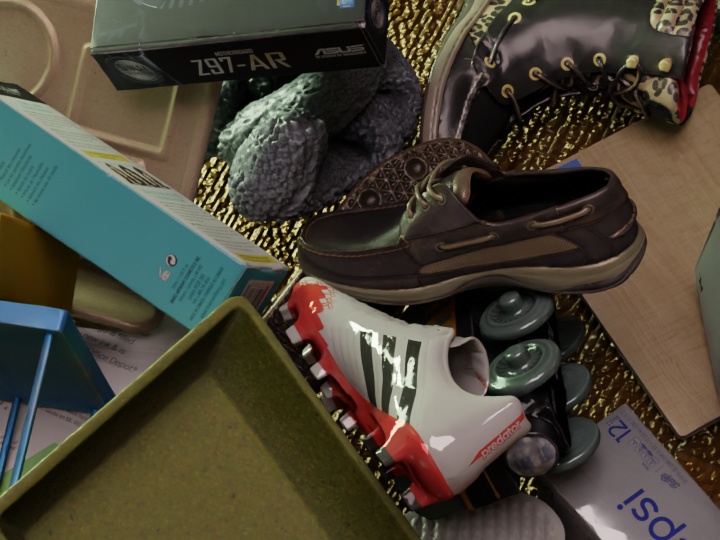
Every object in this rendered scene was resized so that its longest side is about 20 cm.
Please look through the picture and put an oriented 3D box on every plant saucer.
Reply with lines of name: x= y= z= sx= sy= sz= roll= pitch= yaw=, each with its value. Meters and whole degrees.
plant saucer: x=-0.081 y=0.149 z=1.320 sx=0.200 sy=0.048 sz=0.200 roll=-42 pitch=102 yaw=-34

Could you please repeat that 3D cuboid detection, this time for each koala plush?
koala plush: x=-0.043 y=-0.161 z=1.523 sx=0.177 sy=0.200 sz=0.184 roll=26 pitch=35 yaw=38

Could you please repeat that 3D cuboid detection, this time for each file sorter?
file sorter: x=-0.253 y=0.086 z=1.364 sx=0.200 sy=0.139 sz=0.123 roll=8 pitch=69 yaw=9

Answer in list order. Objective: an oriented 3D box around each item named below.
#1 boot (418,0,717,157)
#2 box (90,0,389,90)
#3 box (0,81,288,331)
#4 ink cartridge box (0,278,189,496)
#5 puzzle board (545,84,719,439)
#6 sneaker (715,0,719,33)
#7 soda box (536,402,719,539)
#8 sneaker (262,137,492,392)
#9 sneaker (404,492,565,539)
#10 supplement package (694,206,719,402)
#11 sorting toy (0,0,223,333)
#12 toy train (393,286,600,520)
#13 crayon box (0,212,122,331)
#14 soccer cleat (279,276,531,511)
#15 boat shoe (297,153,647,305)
boot: x=0.129 y=-0.118 z=1.580 sx=0.151 sy=0.073 sz=0.200 roll=12 pitch=55 yaw=19
box: x=-0.061 y=-0.203 z=1.426 sx=0.160 sy=0.044 sz=0.200 roll=-3 pitch=63 yaw=16
box: x=-0.142 y=-0.036 z=1.404 sx=0.200 sy=0.082 sz=0.049 roll=34 pitch=97 yaw=14
ink cartridge box: x=-0.167 y=0.066 z=1.493 sx=0.145 sy=0.084 sz=0.200 roll=22 pitch=65 yaw=15
puzzle board: x=0.206 y=-0.007 z=1.554 sx=0.151 sy=0.017 sz=0.200 roll=-28 pitch=63 yaw=-11
sneaker: x=0.271 y=-0.183 z=1.615 sx=0.200 sy=0.077 sz=0.085 roll=40 pitch=65 yaw=21
soda box: x=0.185 y=0.175 z=1.428 sx=0.068 sy=0.063 sz=0.200 roll=-35 pitch=65 yaw=-15
sneaker: x=0.000 y=0.000 z=1.519 sx=0.070 sy=0.076 sz=0.200 roll=44 pitch=74 yaw=6
sneaker: x=0.022 y=0.192 z=1.421 sx=0.200 sy=0.079 sz=0.078 roll=-23 pitch=54 yaw=-17
supplement package: x=0.310 y=0.021 z=1.419 sx=0.200 sy=0.191 sz=0.147 roll=-8 pitch=70 yaw=-4
sorting toy: x=-0.176 y=-0.080 z=1.476 sx=0.185 sy=0.036 sz=0.200 roll=16 pitch=92 yaw=15
toy train: x=0.070 y=0.060 z=1.453 sx=0.114 sy=0.085 sz=0.200 roll=-21 pitch=29 yaw=12
crayon box: x=-0.242 y=-0.006 z=1.406 sx=0.200 sy=0.126 sz=0.052 roll=6 pitch=84 yaw=14
soccer cleat: x=0.022 y=0.054 z=1.372 sx=0.085 sy=0.069 sz=0.200 roll=-31 pitch=35 yaw=-7
boat shoe: x=0.060 y=-0.031 z=1.430 sx=0.200 sy=0.073 sz=0.075 roll=-4 pitch=34 yaw=11
